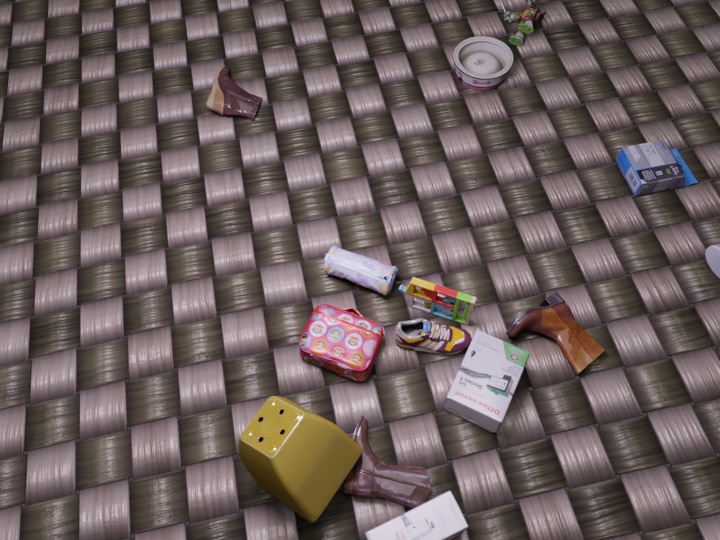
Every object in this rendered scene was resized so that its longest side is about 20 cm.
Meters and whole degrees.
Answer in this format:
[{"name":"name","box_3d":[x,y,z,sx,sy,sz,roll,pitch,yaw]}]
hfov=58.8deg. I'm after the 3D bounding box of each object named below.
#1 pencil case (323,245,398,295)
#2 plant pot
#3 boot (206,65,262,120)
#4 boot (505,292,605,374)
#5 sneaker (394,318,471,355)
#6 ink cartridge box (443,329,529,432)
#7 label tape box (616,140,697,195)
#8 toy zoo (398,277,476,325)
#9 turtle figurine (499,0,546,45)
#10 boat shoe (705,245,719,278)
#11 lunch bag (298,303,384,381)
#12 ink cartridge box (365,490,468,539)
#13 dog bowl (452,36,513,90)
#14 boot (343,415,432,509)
[{"name":"pencil case","box_3d":[0.000,0.000,1.732,0.199,0.091,0.084,20,102,15]},{"name":"plant pot","box_3d":[-0.151,0.389,1.410,0.194,0.200,0.196,16,57,40]},{"name":"boot","box_3d":[-0.405,-0.583,2.108,0.165,0.072,0.201,12,59,-5]},{"name":"boot","box_3d":[0.497,0.181,1.642,0.188,0.069,0.200,-26,70,-21]},{"name":"sneaker","box_3d":[0.186,0.165,1.629,0.199,0.090,0.075,0,60,2]},{"name":"ink cartridge box","box_3d":[0.309,0.271,1.568,0.146,0.084,0.200,22,62,14]},{"name":"label tape box","box_3d":[0.889,-0.313,1.903,0.199,0.066,0.144,-12,60,-3]},{"name":"toy zoo","box_3d":[0.194,0.077,1.657,0.199,0.131,0.021,18,62,11]},{"name":"turtle figurine","box_3d":[0.545,-0.895,2.210,0.143,0.200,0.195,-7,57,38]},{"name":"boat shoe","box_3d":[1.015,0.009,1.716,0.056,0.069,0.200,-26,68,-22]},{"name":"lunch bag","box_3d":[-0.044,0.173,1.642,0.199,0.082,0.177,19,58,10]},{"name":"ink cartridge box","box_3d":[0.117,0.563,1.367,0.199,0.147,0.083,-22,63,-10]},{"name":"dog bowl","box_3d":[0.404,-0.684,2.127,0.199,0.074,0.201,-1,61,1]},{"name":"boot","box_3d":[0.073,0.446,1.484,0.199,0.064,0.187,7,73,9]}]
